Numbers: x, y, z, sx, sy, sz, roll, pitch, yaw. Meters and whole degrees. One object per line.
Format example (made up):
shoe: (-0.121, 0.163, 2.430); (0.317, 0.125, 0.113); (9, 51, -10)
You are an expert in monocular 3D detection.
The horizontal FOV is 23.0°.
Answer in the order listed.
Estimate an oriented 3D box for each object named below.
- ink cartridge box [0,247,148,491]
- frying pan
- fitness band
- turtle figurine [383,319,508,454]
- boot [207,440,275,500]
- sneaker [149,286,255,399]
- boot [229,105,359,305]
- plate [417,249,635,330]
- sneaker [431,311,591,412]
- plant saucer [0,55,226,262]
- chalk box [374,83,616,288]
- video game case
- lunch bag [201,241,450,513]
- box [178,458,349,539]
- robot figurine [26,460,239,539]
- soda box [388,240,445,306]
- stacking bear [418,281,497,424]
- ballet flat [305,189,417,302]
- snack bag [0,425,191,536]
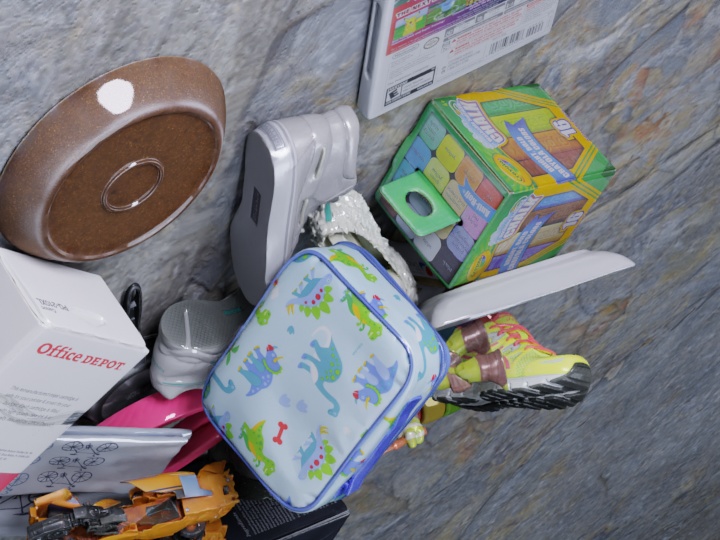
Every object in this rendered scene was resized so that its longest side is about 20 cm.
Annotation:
ink cartridge box: (-0.285, 0.086, 1.365); (0.200, 0.085, 0.144); (-43, 156, 14)
frying pan: (-0.189, 0.074, 1.557); (0.114, 0.031, 0.191); (-13, 148, -45)
fitness band: (-0.206, 0.162, 1.631); (0.199, 0.038, 0.143); (-36, 158, 26)
turtle figurine: (0.044, 0.095, 1.590); (0.160, 0.200, 0.065); (-20, 108, -6)
boot: (-0.103, 0.136, 1.704); (0.067, 0.132, 0.200); (1, -173, -14)
sneaker: (-0.111, 0.060, 1.581); (0.199, 0.071, 0.081); (-12, 140, -43)
boot: (-0.049, -0.052, 1.472); (0.095, 0.074, 0.201); (-18, 148, -25)
plate: (0.134, 0.021, 1.647); (0.197, 0.033, 0.200); (-18, 177, -12)
sneaker: (0.139, 0.081, 1.654); (0.078, 0.091, 0.199); (19, 165, -36)
plant saucer: (-0.177, -0.073, 1.313); (0.199, 0.035, 0.201); (-31, 155, -16)
chalk box: (0.106, -0.077, 1.590); (0.199, 0.125, 0.124); (-14, 147, -45)
video game case: (0.090, -0.224, 1.440); (0.199, 0.023, 0.183); (-27, 153, -23)
lunch bag: (-0.029, 0.092, 1.474); (0.201, 0.161, 0.082); (-54, 159, 25)
box: (-0.149, 0.296, 1.872); (0.195, 0.124, 0.201); (-17, 148, -42)
robot figurine: (-0.212, 0.226, 1.571); (0.198, 0.059, 0.145); (-8, 151, -18)
soda box: (-0.012, 0.062, 1.737); (0.200, 0.064, 0.068); (-49, 154, 19)
stacking bear: (0.053, 0.109, 1.833); (0.199, 0.114, 0.122); (-32, 155, -21)
ballet flat: (0.000, 0.000, 1.582); (0.072, 0.072, 0.200); (-38, 137, -2)
snack bag: (-0.269, 0.193, 1.563); (0.187, 0.022, 0.200); (4, 144, -33)
